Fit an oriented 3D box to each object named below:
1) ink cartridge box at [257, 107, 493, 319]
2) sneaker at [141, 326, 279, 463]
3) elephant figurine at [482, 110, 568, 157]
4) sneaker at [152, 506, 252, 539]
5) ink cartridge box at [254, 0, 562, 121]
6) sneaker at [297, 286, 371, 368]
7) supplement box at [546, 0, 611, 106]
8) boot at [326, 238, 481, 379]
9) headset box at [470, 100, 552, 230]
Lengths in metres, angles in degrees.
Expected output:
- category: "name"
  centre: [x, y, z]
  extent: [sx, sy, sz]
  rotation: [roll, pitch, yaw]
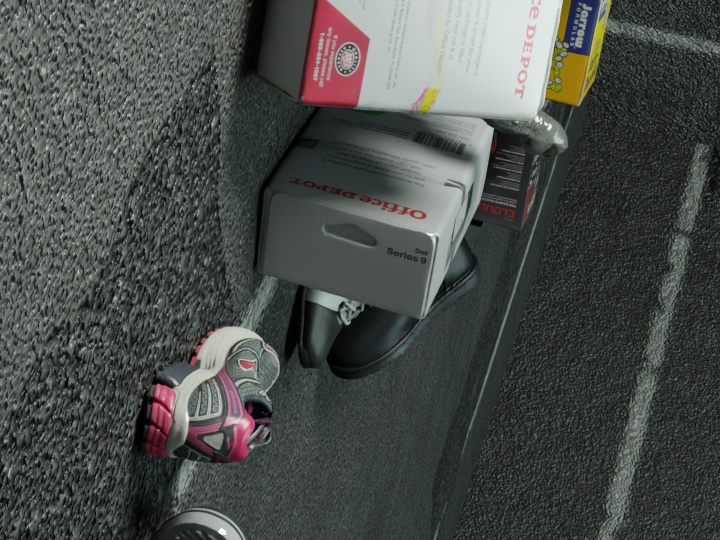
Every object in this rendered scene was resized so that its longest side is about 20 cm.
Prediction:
- category: "ink cartridge box"
  centre: [0.014, -0.060, 1.421]
  extent: [0.200, 0.145, 0.085]
  rotation: [-60, 162, -55]
- category: "sneaker"
  centre: [-0.093, 0.098, 1.246]
  extent: [0.200, 0.074, 0.081]
  rotation: [-45, 147, -72]
- category: "elephant figurine"
  centre: [0.074, -0.194, 1.366]
  extent: [0.156, 0.198, 0.142]
  rotation: [101, -10, -45]
- category: "sneaker"
  centre: [-0.115, 0.221, 1.283]
  extent: [0.201, 0.078, 0.080]
  rotation: [109, 8, -46]
- category: "ink cartridge box"
  centre: [0.038, -0.190, 1.231]
  extent: [0.085, 0.198, 0.149]
  rotation: [33, -64, 55]
- category: "sneaker"
  centre: [0.000, 0.000, 1.591]
  extent: [0.074, 0.088, 0.202]
  rotation: [76, 30, -72]
- category: "supplement box"
  centre: [0.132, -0.241, 1.666]
  extent: [0.109, 0.198, 0.110]
  rotation: [-51, 153, -66]
- category: "boot"
  centre: [0.022, -0.012, 1.720]
  extent: [0.200, 0.076, 0.169]
  rotation: [-38, 128, -17]
- category: "headset box"
  centre: [0.126, -0.143, 1.907]
  extent: [0.075, 0.147, 0.202]
  rotation: [-57, 159, -57]
